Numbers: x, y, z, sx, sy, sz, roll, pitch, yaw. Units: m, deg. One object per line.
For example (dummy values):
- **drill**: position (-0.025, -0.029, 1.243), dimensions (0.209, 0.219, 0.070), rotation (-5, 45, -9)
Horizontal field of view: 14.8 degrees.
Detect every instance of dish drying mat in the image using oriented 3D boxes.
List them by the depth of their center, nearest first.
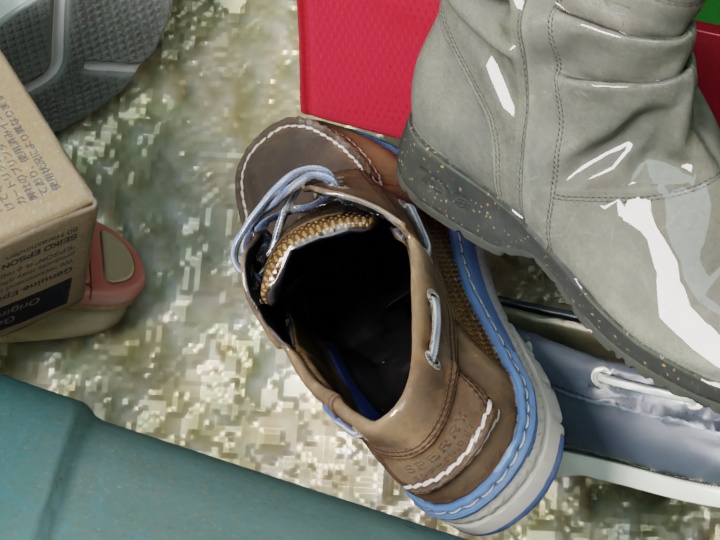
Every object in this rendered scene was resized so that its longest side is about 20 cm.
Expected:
- **dish drying mat**: position (0.074, -0.061, 0.919), dimensions (0.199, 0.077, 0.018), rotation (14, 48, 14)

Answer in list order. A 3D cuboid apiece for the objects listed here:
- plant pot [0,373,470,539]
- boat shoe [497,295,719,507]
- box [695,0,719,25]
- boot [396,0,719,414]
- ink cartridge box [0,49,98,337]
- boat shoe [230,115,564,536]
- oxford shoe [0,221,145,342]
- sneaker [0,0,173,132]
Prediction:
- **plant pot**: position (-0.057, 0.139, 0.851), dimensions (0.195, 0.200, 0.201), rotation (12, 72, -1)
- **boat shoe**: position (0.111, 0.038, 0.901), dimensions (0.199, 0.075, 0.062), rotation (6, 100, 33)
- **box**: position (0.124, -0.178, 0.955), dimensions (0.199, 0.097, 0.177), rotation (-9, 53, 6)
- **boot**: position (0.091, -0.045, 0.834), dimensions (0.200, 0.131, 0.068), rotation (32, 45, 26)
- **ink cartridge box**: position (-0.204, -0.050, 0.898), dimensions (0.164, 0.075, 0.200), rotation (-25, 69, -22)
- **boat shoe**: position (0.000, 0.000, 0.905), dimensions (0.072, 0.072, 0.200), rotation (-47, 40, 8)
- **oxford shoe**: position (-0.176, 0.011, 0.966), dimensions (0.199, 0.074, 0.071), rotation (3, 31, -8)
- **sneaker**: position (-0.096, -0.128, 0.982), dimensions (0.200, 0.070, 0.080), rotation (-51, 53, 14)
